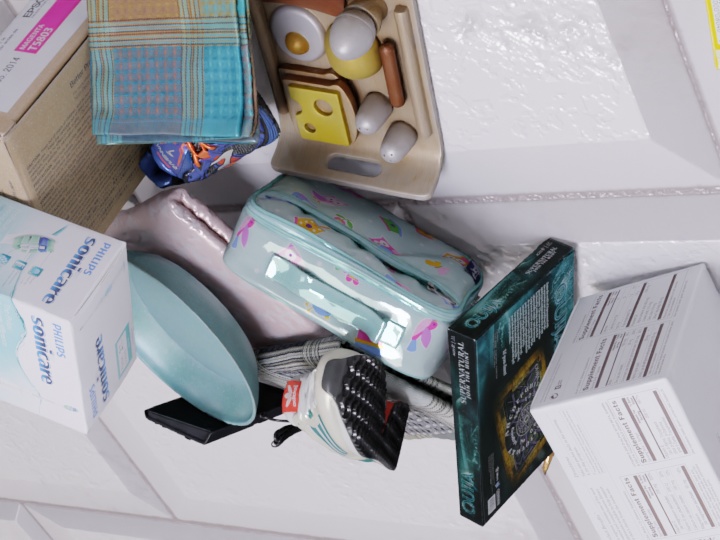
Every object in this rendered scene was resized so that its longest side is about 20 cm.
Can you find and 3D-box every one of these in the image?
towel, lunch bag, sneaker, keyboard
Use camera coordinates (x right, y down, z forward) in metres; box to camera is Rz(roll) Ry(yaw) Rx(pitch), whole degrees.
[{"bbox_3d":[-0.132,0.007,1.310,0.191,0.032,0.200,41,154,-19],"label":"towel"},{"bbox_3d":[0.000,0.000,1.180,0.200,0.160,0.077,28,106,7],"label":"lunch bag"},{"bbox_3d":[0.011,0.111,1.306,0.200,0.035,0.192,26,160,-27],"label":"towel"},{"bbox_3d":[-0.025,0.107,1.168,0.093,0.071,0.200,10,165,16],"label":"sneaker"},{"bbox_3d":[-0.121,-0.103,1.166,0.075,0.078,0.200,52,159,0],"label":"sneaker"},{"bbox_3d":[-0.105,0.138,1.421,0.127,0.200,0.021,15,101,21],"label":"keyboard"},{"bbox_3d":[-0.140,-0.189,1.077,0.146,0.022,0.201,2,99,31],"label":"towel"}]

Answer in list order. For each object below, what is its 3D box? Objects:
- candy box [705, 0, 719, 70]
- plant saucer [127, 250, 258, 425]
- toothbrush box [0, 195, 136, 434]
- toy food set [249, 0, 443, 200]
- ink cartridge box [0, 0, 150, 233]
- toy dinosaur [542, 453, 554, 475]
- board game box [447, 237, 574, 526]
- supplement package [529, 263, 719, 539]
[{"bbox_3d":[0.247,-0.200,0.880,0.102,0.026,0.200,5,137,27],"label":"candy box"},{"bbox_3d":[-0.155,0.051,1.308,0.200,0.036,0.200,35,154,20],"label":"plant saucer"},{"bbox_3d":[-0.276,0.020,1.123,0.199,0.085,0.147,20,142,13],"label":"toothbrush box"},{"bbox_3d":[-0.025,-0.140,1.116,0.143,0.060,0.200,12,140,24],"label":"toy food set"},{"bbox_3d":[-0.232,-0.114,1.176,0.075,0.200,0.165,13,140,21],"label":"ink cartridge box"},{"bbox_3d":[0.128,0.128,1.328,0.106,0.060,0.200,25,144,11],"label":"toy dinosaur"},{"bbox_3d":[0.123,0.090,1.196,0.028,0.135,0.200,24,136,32],"label":"board game box"},{"bbox_3d":[0.234,0.127,1.128,0.111,0.156,0.200,-17,113,31],"label":"supplement package"}]
